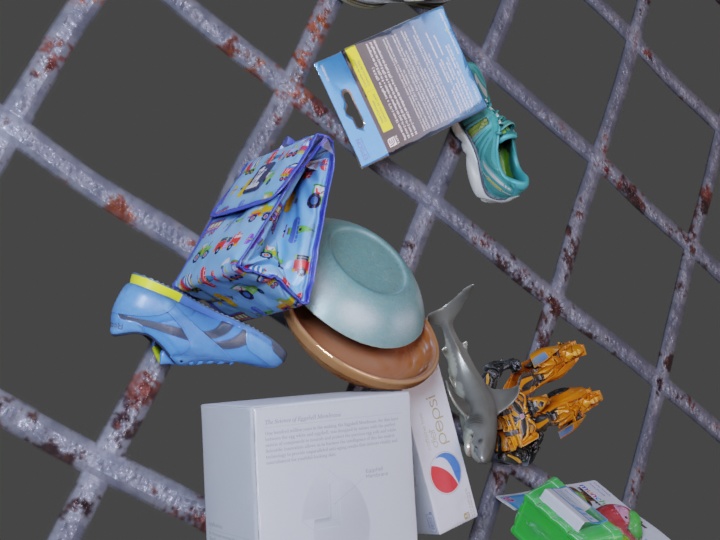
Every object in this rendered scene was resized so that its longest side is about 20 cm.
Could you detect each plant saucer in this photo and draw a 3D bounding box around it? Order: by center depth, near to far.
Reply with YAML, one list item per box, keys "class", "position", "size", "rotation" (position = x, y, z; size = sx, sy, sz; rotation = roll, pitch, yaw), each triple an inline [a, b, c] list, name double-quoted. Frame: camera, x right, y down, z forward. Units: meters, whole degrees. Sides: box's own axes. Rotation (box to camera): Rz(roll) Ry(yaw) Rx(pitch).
- class: "plant saucer"
  position: [-0.004, 0.066, 1.178]
  size: [0.200, 0.037, 0.200]
  rotation: [24, 31, -16]
- class: "plant saucer"
  position: [0.000, 0.000, 1.185]
  size: [0.201, 0.039, 0.201]
  rotation: [26, 34, -19]

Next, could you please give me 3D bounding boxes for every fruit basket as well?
- class: "fruit basket"
  position: [0.303, 0.326, 1.327]
  size: [0.200, 0.185, 0.094]
  rotation: [-4, 117, -34]

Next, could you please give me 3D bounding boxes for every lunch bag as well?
- class: "lunch bag"
  position: [-0.099, -0.058, 1.115]
  size: [0.094, 0.150, 0.200]
  rotation: [32, 63, -27]

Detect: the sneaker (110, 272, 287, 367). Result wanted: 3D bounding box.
- class: "sneaker"
  position: [-0.173, 0.075, 1.093]
  size: [0.200, 0.066, 0.079]
  rotation: [27, 77, -29]

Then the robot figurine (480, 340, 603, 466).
- class: "robot figurine"
  position: [0.234, 0.172, 1.373]
  size: [0.200, 0.058, 0.145]
  rotation: [-24, 94, -38]

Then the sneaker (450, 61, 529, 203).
- class: "sneaker"
  position: [0.178, -0.192, 1.396]
  size: [0.077, 0.080, 0.200]
  rotation: [-22, 93, -38]

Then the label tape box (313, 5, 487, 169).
- class: "label tape box"
  position: [0.043, -0.228, 1.305]
  size: [0.200, 0.063, 0.144]
  rotation: [-28, 98, -21]

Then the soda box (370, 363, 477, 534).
- class: "soda box"
  position: [0.075, 0.213, 1.244]
  size: [0.068, 0.064, 0.200]
  rotation: [-14, 89, -38]

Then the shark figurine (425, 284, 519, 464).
- class: "shark figurine"
  position: [0.149, 0.136, 1.283]
  size: [0.128, 0.089, 0.215]
  rotation: [57, 19, -70]

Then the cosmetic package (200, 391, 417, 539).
- class: "cosmetic package"
  position: [-0.054, 0.233, 1.096]
  size: [0.199, 0.123, 0.200]
  rotation: [0, 87, -35]

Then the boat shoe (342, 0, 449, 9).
- class: "boat shoe"
  position: [0.052, -0.387, 1.349]
  size: [0.200, 0.068, 0.075]
  rotation: [-11, 87, -38]
